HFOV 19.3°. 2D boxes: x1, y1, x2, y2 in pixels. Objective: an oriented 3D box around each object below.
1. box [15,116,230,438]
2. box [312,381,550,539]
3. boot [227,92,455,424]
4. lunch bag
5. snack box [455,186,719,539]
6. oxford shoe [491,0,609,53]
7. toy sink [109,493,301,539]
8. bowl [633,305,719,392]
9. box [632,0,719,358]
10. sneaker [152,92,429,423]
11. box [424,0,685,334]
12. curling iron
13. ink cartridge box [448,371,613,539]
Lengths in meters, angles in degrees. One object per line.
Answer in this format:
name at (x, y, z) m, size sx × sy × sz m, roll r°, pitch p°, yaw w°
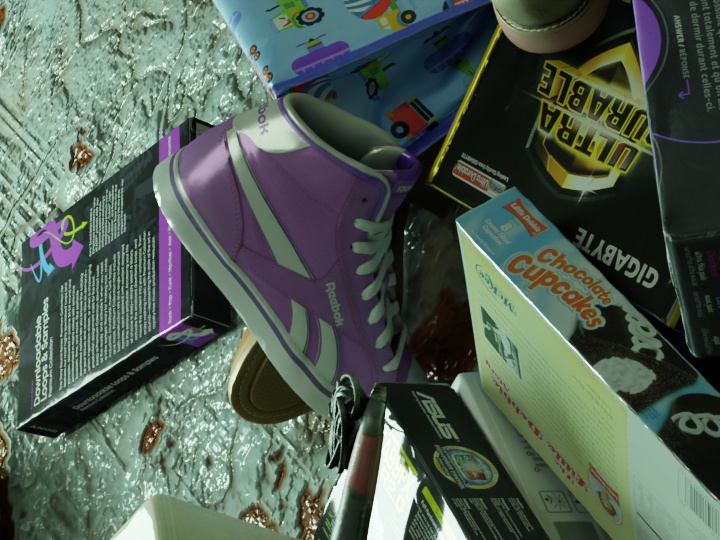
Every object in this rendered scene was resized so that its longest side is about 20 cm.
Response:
box at (-0.155, 0.008, 1.365) m, size 0.200 × 0.036 × 0.143 m, roll -30°, pitch 52°, yaw 41°
box at (0.035, 0.173, 0.967) m, size 0.200 × 0.044 × 0.160 m, roll 57°, pitch 134°, yaw 48°
boot at (-0.036, -0.026, 1.185) m, size 0.155 × 0.077 × 0.200 m, roll 39°, pitch 104°, yaw 51°
lunch bag at (0.032, -0.154, 1.117) m, size 0.200 × 0.094 × 0.151 m, roll -32°, pitch 43°, yaw 1°
snack box at (0.112, 0.066, 0.906) m, size 0.037 × 0.116 × 0.200 m, roll -28°, pitch 49°, yaw -15°
oxford shoe at (0.070, -0.200, 0.969) m, size 0.071 × 0.074 × 0.200 m, roll -20°, pitch 60°, yaw 14°
toy sink at (-0.083, 0.239, 1.072) m, size 0.130 × 0.112 × 0.200 m, roll -48°, pitch 37°, yaw 28°
bowl at (0.195, -0.008, 0.911) m, size 0.200 × 0.039 × 0.201 m, roll -25°, pitch 56°, yaw 44°
box at (0.208, -0.055, 0.781) m, size 0.200 × 0.106 × 0.122 m, roll -9°, pitch 62°, yaw 10°
sneaker at (0.000, 0.000, 1.054) m, size 0.114 × 0.201 × 0.073 m, roll -29°, pitch 26°, yaw 24°
box at (0.127, -0.074, 0.955) m, size 0.200 × 0.049 × 0.160 m, roll 36°, pitch 101°, yaw 54°
curling iron at (-0.008, 0.142, 0.983) m, size 0.050 × 0.026 × 0.200 m, roll -111°, pitch 26°, yaw -75°
ink cartridge box at (0.056, 0.174, 1.025) m, size 0.162 × 0.050 × 0.200 m, roll -114°, pitch 36°, yaw -42°
